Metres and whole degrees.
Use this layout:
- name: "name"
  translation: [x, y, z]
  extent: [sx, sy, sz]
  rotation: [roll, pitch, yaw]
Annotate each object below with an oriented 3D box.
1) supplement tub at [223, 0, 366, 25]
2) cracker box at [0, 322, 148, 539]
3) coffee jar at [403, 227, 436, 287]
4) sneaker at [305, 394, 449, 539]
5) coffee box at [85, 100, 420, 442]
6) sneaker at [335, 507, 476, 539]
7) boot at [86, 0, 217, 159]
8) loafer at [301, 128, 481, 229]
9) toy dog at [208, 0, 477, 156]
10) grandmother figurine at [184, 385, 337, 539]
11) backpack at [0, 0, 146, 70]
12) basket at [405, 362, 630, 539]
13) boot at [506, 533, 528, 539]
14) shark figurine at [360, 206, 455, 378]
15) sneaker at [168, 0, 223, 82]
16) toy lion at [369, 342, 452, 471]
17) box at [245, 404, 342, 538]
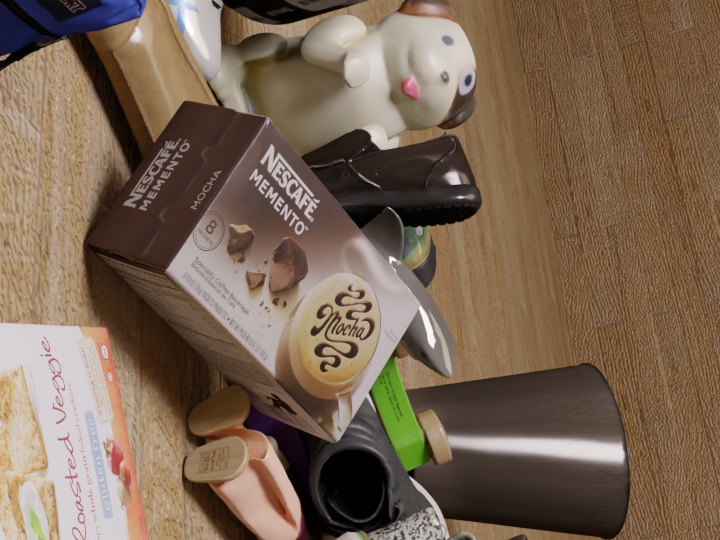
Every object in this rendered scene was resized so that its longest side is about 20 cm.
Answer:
- name: "supplement tub"
  translation: [-0.048, -0.257, 1.086]
  extent: [0.200, 0.122, 0.123]
  rotation: [4, -68, 64]
- name: "cracker box"
  translation: [-0.160, 0.092, 0.598]
  extent: [0.200, 0.057, 0.135]
  rotation: [10, 67, -74]
- name: "coffee jar"
  translation: [0.010, -0.069, 1.367]
  extent: [0.104, 0.085, 0.201]
  rotation: [-85, 156, -61]
- name: "sneaker"
  translation: [0.012, 0.175, 0.990]
  extent: [0.099, 0.070, 0.201]
  rotation: [-93, 158, -66]
- name: "coffee box"
  translation: [-0.061, 0.003, 0.875]
  extent: [0.113, 0.080, 0.200]
  rotation: [-57, 135, -18]
- name: "sneaker"
  translation: [0.049, 0.220, 0.961]
  extent: [0.077, 0.088, 0.200]
  rotation: [57, -2, 33]
- name: "boot"
  translation: [-0.133, -0.154, 0.942]
  extent: [0.176, 0.066, 0.201]
  rotation: [-70, 145, -45]
- name: "loafer"
  translation: [-0.010, -0.069, 1.062]
  extent: [0.073, 0.199, 0.072]
  rotation: [96, -8, -75]
- name: "toy dog"
  translation: [-0.001, -0.147, 1.159]
  extent: [0.194, 0.199, 0.140]
  rotation: [-46, 121, -73]
- name: "grandmother figurine"
  translation: [-0.053, 0.170, 0.952]
  extent: [0.200, 0.060, 0.122]
  rotation: [58, 31, -45]
- name: "backpack"
  translation: [-0.143, -0.194, 0.644]
  extent: [0.162, 0.199, 0.169]
  rotation: [41, 37, -68]
- name: "basket"
  translation: [0.130, 0.168, 1.320]
  extent: [0.136, 0.199, 0.181]
  rotation: [107, -20, -46]
- name: "boot"
  translation: [0.067, 0.307, 1.057]
  extent: [0.072, 0.165, 0.201]
  rotation: [52, 28, -64]
- name: "shark figurine"
  translation: [-0.016, -0.016, 1.025]
  extent: [0.214, 0.090, 0.129]
  rotation: [22, 41, -17]
- name: "sneaker"
  translation: [-0.124, -0.236, 1.030]
  extent: [0.072, 0.072, 0.201]
  rotation: [30, 50, -73]
- name: "toy lion"
  translation: [0.005, 0.072, 1.194]
  extent: [0.192, 0.068, 0.201]
  rotation: [-118, -173, -52]
- name: "box"
  translation: [-0.040, 0.126, 1.075]
  extent: [0.137, 0.039, 0.201]
  rotation: [-70, 144, -67]
